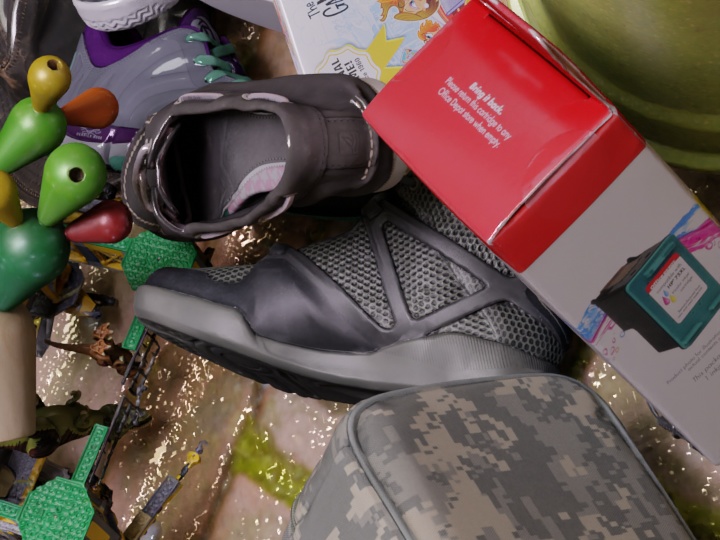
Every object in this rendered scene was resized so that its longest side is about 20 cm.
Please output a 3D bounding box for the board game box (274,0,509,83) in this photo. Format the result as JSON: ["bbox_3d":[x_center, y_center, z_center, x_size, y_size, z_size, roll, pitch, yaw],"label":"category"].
[{"bbox_3d":[0.014,-0.174,0.957,0.134,0.034,0.201,-19,92,-4],"label":"board game box"}]

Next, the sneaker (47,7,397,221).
[{"bbox_3d":[-0.066,-0.079,1.053,0.199,0.074,0.088,13,91,29],"label":"sneaker"}]

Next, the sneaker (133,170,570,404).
[{"bbox_3d":[0.000,0.000,0.981,0.199,0.076,0.115,6,74,23],"label":"sneaker"}]

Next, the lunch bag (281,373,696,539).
[{"bbox_3d":[0.050,0.160,0.869,0.200,0.139,0.168,58,136,33],"label":"lunch bag"}]

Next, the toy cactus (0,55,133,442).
[{"bbox_3d":[-0.171,-0.007,1.003,0.199,0.102,0.166,-5,95,36],"label":"toy cactus"}]

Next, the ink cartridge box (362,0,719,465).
[{"bbox_3d":[0.078,-0.026,0.838,0.067,0.200,0.116,-46,36,3],"label":"ink cartridge box"}]

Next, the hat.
[{"bbox_3d":[-0.164,-0.138,1.159,0.200,0.081,0.202,-11,71,35],"label":"hat"}]

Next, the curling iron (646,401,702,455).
[{"bbox_3d":[0.198,0.033,0.858,0.199,0.026,0.050,-17,61,35],"label":"curling iron"}]

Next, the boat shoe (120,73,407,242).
[{"bbox_3d":[-0.059,-0.048,0.940,0.200,0.057,0.067,-8,90,53],"label":"boat shoe"}]

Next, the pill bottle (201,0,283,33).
[{"bbox_3d":[-0.012,-0.213,1.038,0.115,0.116,0.201,16,88,40],"label":"pill bottle"}]

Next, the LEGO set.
[{"bbox_3d":[-0.138,0.068,1.081,0.153,0.116,0.201,4,66,20],"label":"LEGO set"}]

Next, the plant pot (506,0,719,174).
[{"bbox_3d":[0.131,-0.147,0.820,0.199,0.184,0.201,-2,83,15],"label":"plant pot"}]

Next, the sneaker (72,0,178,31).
[{"bbox_3d":[-0.113,-0.217,1.081,0.075,0.114,0.201,-5,50,27],"label":"sneaker"}]
